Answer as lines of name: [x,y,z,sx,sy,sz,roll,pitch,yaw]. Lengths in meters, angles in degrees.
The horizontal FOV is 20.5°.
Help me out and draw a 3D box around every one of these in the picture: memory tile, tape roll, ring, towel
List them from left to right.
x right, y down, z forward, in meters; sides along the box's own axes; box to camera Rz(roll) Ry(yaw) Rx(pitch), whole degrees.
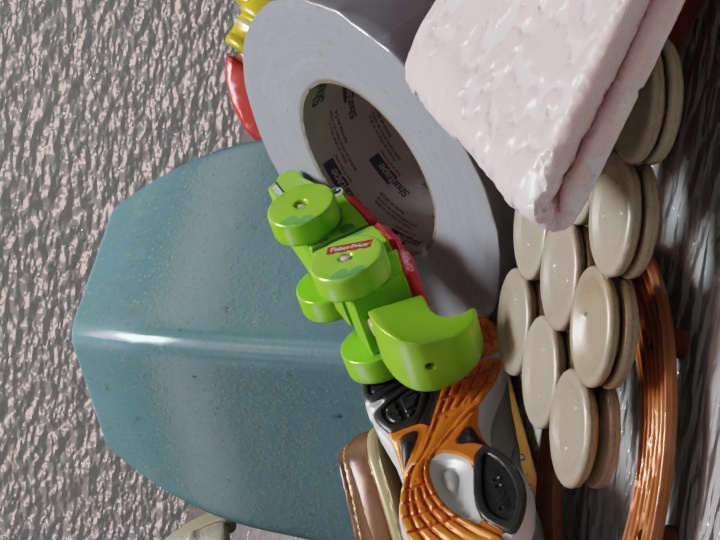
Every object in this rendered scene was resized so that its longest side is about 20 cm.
tape roll: [0.026,-0.070,1.047,0.200,0.066,0.201,41,153,26]
towel: [0.085,-0.132,0.827,0.192,0.032,0.200,-65,19,14]
memory tile: [0.097,-0.021,0.867,0.153,0.017,0.201,-113,28,-63]
ring: [0.113,0.086,0.902,0.200,0.019,0.202,-173,90,-82]

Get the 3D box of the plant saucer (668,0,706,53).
plant saucer: [0.141,-0.195,0.902,0.200,0.036,0.201,110,163,-55]

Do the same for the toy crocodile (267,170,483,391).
toy crocodile: [0.000,0.000,1.019,0.200,0.061,0.068,49,162,60]

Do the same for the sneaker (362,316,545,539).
sneaker: [0.050,0.104,0.975,0.200,0.075,0.092,-93,-15,-57]

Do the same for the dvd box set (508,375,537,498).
dvd box set: [0.064,0.141,1.124,0.200,0.029,0.147,-100,19,-60]

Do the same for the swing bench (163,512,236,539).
swing bench: [-0.048,0.245,1.209,0.199,0.199,0.130,-104,24,-66]

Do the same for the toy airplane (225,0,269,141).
toy airplane: [-0.046,-0.206,1.284,0.201,0.140,0.200,87,-160,-43]

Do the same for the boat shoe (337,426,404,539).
boat shoe: [0.020,0.180,1.007,0.072,0.067,0.201,-26,-80,-72]

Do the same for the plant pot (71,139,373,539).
plant pot: [-0.065,0.038,1.244,0.197,0.199,0.196,81,-163,-46]
